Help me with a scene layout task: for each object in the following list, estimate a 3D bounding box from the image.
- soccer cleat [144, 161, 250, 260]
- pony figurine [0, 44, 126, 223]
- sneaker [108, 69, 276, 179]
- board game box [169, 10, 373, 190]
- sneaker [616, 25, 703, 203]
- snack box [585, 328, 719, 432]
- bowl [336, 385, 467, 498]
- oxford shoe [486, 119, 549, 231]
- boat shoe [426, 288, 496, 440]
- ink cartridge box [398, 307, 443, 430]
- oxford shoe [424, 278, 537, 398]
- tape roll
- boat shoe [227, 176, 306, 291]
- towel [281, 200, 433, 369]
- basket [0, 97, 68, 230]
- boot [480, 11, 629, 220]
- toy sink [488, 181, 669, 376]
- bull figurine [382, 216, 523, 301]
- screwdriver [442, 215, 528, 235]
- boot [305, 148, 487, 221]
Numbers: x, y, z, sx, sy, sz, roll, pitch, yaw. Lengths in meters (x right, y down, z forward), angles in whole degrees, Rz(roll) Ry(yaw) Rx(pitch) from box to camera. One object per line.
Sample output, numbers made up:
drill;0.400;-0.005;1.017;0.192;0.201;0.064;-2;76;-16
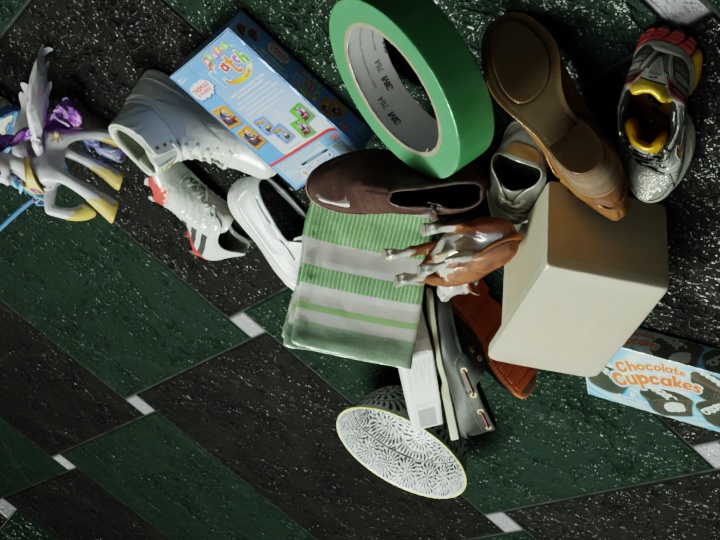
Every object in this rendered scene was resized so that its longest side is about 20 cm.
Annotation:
soccer cleat;-0.207;-0.083;1.834;0.085;0.069;0.200;3;143;25
pony figurine;-0.389;-0.158;1.795;0.199;0.194;0.167;17;155;-13
sneaker;-0.199;-0.140;1.691;0.199;0.116;0.074;30;148;0
board game box;-0.102;-0.187;1.613;0.200;0.037;0.151;41;148;-17
sneaker;0.265;-0.130;1.324;0.077;0.082;0.200;17;147;22
snack box;0.355;0.123;1.648;0.199;0.037;0.116;15;145;27
bowl;0.075;0.217;1.977;0.200;0.094;0.201;22;148;15
oxford shoe;0.164;-0.083;1.506;0.075;0.058;0.200;20;150;11
boat shoe;0.117;0.107;1.692;0.063;0.074;0.202;-12;115;5
ink cartridge box;0.056;0.075;1.754;0.044;0.177;0.200;-13;149;-1
oxford shoe;0.145;0.073;1.742;0.073;0.071;0.200;-10;120;53
tape roll;0.048;-0.187;1.396;0.200;0.048;0.201;46;160;22
boat shoe;-0.080;-0.042;1.781;0.068;0.072;0.200;-14;118;50
towel;0.000;0.000;1.626;0.152;0.201;0.023;10;176;5
basket;-0.515;-0.148;1.902;0.200;0.176;0.139;45;145;0
boot;0.188;-0.140;1.365;0.073;0.201;0.155;-30;156;11
toy sink;0.223;0.010;1.502;0.130;0.113;0.200;11;147;-8
bull figurine;0.099;-0.013;1.539;0.121;0.066;0.200;-6;165;-21
screwdriver;0.138;-0.045;1.556;0.200;0.028;0.029;9;117;68
boot;0.033;-0.089;1.493;0.199;0.073;0.166;-1;-173;5
